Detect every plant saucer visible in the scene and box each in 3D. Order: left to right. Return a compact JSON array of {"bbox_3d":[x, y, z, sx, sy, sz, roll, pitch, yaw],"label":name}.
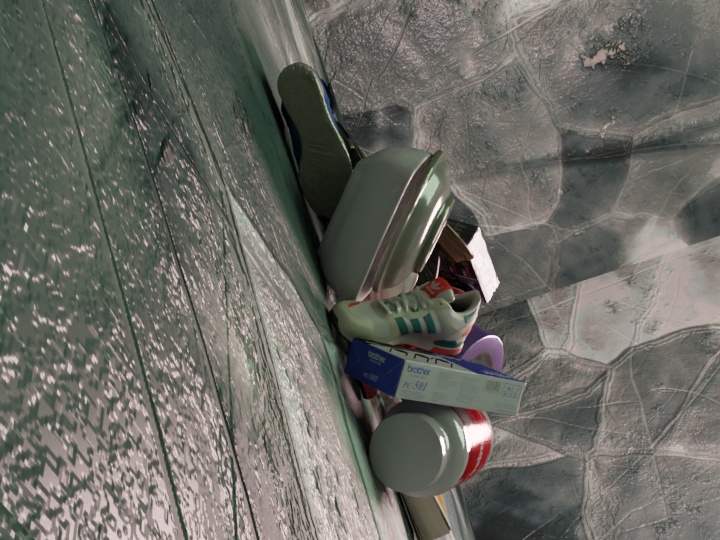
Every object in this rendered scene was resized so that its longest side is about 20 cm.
[{"bbox_3d":[0.078,-0.055,1.161,0.202,0.050,0.200,-63,174,-11],"label":"plant saucer"},{"bbox_3d":[0.092,-0.081,1.355,0.200,0.029,0.200,45,1,-1],"label":"plant saucer"}]

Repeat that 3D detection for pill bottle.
[{"bbox_3d":[0.083,0.203,1.048,0.200,0.111,0.113,13,58,-68],"label":"pill bottle"}]

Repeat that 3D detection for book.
[{"bbox_3d":[0.073,0.269,1.249,0.200,0.048,0.135,-90,158,-79],"label":"book"}]

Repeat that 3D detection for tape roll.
[{"bbox_3d":[0.144,0.179,1.459,0.085,0.200,0.201,27,-24,32],"label":"tape roll"}]

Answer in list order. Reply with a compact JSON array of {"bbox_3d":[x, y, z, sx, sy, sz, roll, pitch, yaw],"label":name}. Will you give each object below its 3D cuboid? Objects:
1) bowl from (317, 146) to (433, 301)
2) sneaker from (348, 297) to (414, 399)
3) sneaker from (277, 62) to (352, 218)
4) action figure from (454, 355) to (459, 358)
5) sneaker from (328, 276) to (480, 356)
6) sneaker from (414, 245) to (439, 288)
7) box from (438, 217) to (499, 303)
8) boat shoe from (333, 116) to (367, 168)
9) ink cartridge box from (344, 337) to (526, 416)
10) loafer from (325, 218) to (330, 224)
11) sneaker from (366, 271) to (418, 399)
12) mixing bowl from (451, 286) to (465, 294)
[{"bbox_3d":[0.015,-0.069,1.130,0.201,0.074,0.200,-65,173,15],"label":"bowl"},{"bbox_3d":[0.031,0.092,1.143,0.201,0.086,0.074,-100,172,-64],"label":"sneaker"},{"bbox_3d":[-0.057,-0.175,1.179,0.111,0.076,0.202,-86,157,-74],"label":"sneaker"},{"bbox_3d":[0.089,0.178,1.258,0.148,0.135,0.200,30,-17,10],"label":"action figure"},{"bbox_3d":[0.057,0.043,1.052,0.094,0.198,0.071,-61,-143,26],"label":"sneaker"},{"bbox_3d":[0.057,0.033,1.397,0.114,0.075,0.201,-118,-135,-66],"label":"sneaker"},{"bbox_3d":[0.127,-0.032,1.539,0.199,0.050,0.158,18,-28,35],"label":"box"},{"bbox_3d":[-0.048,-0.193,1.392,0.201,0.073,0.065,53,12,24],"label":"boat shoe"},{"bbox_3d":[0.088,0.122,1.018,0.094,0.199,0.045,19,-87,51],"label":"ink cartridge box"},{"bbox_3d":[-0.036,-0.113,1.296,0.200,0.069,0.070,88,-24,-71],"label":"loafer"},{"bbox_3d":[0.055,0.094,1.274,0.075,0.087,0.202,-88,175,-66],"label":"sneaker"},{"bbox_3d":[0.097,0.091,1.556,0.200,0.198,0.110,61,39,-70],"label":"mixing bowl"}]
